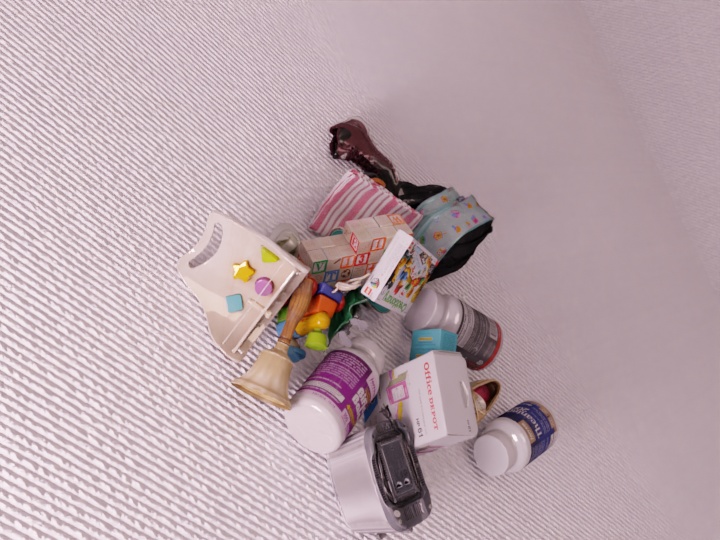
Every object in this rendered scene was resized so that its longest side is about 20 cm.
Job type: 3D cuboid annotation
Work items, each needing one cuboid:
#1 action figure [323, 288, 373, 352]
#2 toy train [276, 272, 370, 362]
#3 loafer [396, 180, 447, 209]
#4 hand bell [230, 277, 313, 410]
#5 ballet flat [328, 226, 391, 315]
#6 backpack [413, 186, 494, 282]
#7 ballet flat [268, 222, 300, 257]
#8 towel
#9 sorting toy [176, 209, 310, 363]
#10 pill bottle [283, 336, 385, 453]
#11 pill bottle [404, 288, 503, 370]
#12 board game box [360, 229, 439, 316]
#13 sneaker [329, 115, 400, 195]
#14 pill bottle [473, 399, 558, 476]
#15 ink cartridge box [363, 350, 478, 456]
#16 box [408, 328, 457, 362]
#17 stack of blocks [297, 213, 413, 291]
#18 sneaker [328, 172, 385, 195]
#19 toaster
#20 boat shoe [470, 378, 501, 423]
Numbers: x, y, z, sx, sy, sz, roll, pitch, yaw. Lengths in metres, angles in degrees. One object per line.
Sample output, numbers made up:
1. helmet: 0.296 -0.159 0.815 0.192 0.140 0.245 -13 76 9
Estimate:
1. action figure: -0.018 0.076 1.302 0.055 0.118 0.200 42 10 -10
2. toy train: -0.065 0.078 1.199 0.084 0.198 0.118 30 55 -39
3. loafer: 0.138 -0.156 1.642 0.198 0.068 0.072 0 75 -40
4. hand bell: -0.118 0.106 1.148 0.103 0.103 0.203 32 69 -27
5. ballet flat: 0.000 0.000 1.421 0.202 0.075 0.064 56 10 -11
6. backpack: 0.172 -0.072 1.546 0.153 0.177 0.200 43 40 7
7. ballet flat: -0.142 -0.022 1.277 0.069 0.069 0.201 44 43 -17
8. towel: 0.012 -0.095 1.421 0.198 0.147 0.030 29 20 -31
9. sorting toy: -0.195 0.004 1.146 0.179 0.201 0.107 39 20 -4
10. pill bottle: -0.035 0.202 1.222 0.113 0.112 0.200 52 42 -9
11. pill bottle: 0.192 0.120 1.497 0.198 0.115 0.118 29 49 -30
12. board game box: 0.075 0.009 1.308 0.034 0.128 0.200 33 2 22
13. sneaker: -0.005 -0.231 1.542 0.115 0.076 0.202 -23 74 -44
14. pill bottle: 0.319 0.348 1.497 0.198 0.110 0.113 -14 77 -48
15. ink cartridge box: 0.098 0.241 1.266 0.084 0.199 0.147 12 59 -40
16. box: 0.128 0.215 1.359 0.049 0.082 0.204 18 74 -35
17. stack of blocks: -0.013 -0.028 1.305 0.196 0.117 0.059 -11 46 -27
18. sneaker: 0.031 -0.123 1.464 0.198 0.112 0.078 25 30 -35
19. toaster: 0.023 0.335 1.190 0.112 0.128 0.204 -6 73 -47
20. boat shoe: 0.226 0.274 1.477 0.075 0.069 0.199 57 41 -2
